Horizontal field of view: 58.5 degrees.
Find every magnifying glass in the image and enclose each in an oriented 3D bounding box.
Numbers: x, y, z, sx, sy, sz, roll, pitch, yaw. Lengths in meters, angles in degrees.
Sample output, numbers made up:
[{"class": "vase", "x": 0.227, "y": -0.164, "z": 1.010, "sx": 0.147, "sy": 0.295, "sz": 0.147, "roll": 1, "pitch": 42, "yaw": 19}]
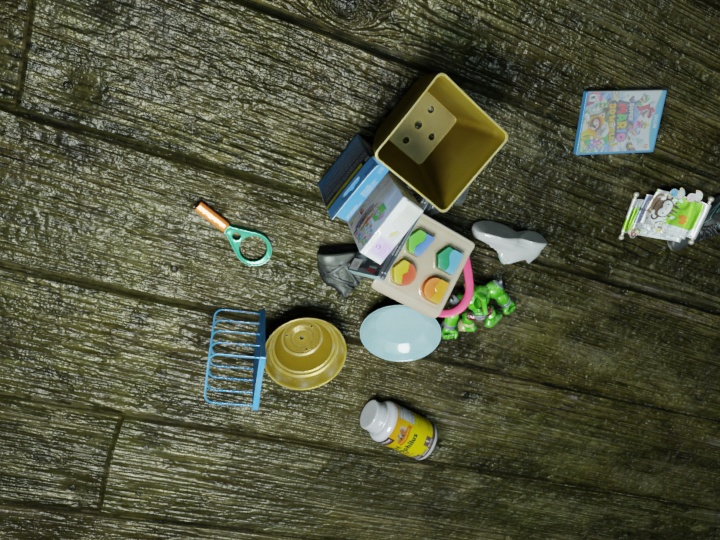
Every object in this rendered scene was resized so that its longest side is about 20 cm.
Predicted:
[{"class": "magnifying glass", "x": -0.279, "y": -0.082, "z": 1.414, "sx": 0.080, "sy": 0.022, "sz": 0.200, "roll": -45, "pitch": 116, "yaw": 12}]

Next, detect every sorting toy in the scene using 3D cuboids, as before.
[{"class": "sorting toy", "x": 0.144, "y": -0.010, "z": 1.446, "sx": 0.184, "sy": 0.036, "sz": 0.201, "roll": 27, "pitch": 96, "yaw": -19}]

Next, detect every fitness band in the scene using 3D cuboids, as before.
[{"class": "fitness band", "x": 0.191, "y": 0.010, "z": 1.511, "sx": 0.142, "sy": 0.037, "sz": 0.202, "roll": -9, "pitch": 91, "yaw": 7}]

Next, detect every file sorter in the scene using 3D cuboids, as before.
[{"class": "file sorter", "x": -0.281, "y": 0.194, "z": 1.452, "sx": 0.121, "sy": 0.200, "sz": 0.140, "roll": 6, "pitch": 115, "yaw": -12}]

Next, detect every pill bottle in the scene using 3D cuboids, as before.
[{"class": "pill bottle", "x": 0.099, "y": 0.415, "z": 1.694, "sx": 0.199, "sy": 0.109, "sz": 0.110, "roll": 30, "pitch": 107, "yaw": -23}]

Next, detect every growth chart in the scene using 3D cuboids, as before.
[{"class": "growth chart", "x": 0.751, "y": -0.135, "z": 1.582, "sx": 0.198, "sy": 0.018, "sz": 0.146, "roll": 6, "pitch": 115, "yaw": 5}]

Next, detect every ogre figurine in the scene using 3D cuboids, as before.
[{"class": "ogre figurine", "x": 0.289, "y": 0.089, "z": 1.580, "sx": 0.198, "sy": 0.099, "sz": 0.121, "roll": -7, "pitch": 130, "yaw": 4}]

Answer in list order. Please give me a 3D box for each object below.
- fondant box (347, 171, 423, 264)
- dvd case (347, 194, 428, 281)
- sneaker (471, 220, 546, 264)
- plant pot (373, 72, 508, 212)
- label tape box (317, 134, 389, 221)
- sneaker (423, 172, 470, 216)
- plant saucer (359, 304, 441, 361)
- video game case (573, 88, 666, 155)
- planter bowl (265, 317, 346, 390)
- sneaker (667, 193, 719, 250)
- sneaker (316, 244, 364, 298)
[{"class": "fondant box", "x": 0.044, "y": -0.122, "z": 1.360, "sx": 0.058, "sy": 0.200, "sz": 0.145, "roll": 32, "pitch": 107, "yaw": -24}, {"class": "dvd case", "x": 0.058, "y": -0.075, "z": 1.377, "sx": 0.022, "sy": 0.146, "sz": 0.201, "roll": 36, "pitch": 79, "yaw": -26}, {"class": "sneaker", "x": 0.345, "y": -0.057, "z": 1.536, "sx": 0.198, "sy": 0.076, "sz": 0.089, "roll": 12, "pitch": 125, "yaw": -19}, {"class": "plant pot", "x": 0.141, "y": -0.277, "z": 1.316, "sx": 0.199, "sy": 0.177, "sz": 0.200, "roll": 35, "pitch": 103, "yaw": -25}, {"class": "label tape box", "x": -0.010, "y": -0.181, "z": 1.319, "sx": 0.066, "sy": 0.200, "sz": 0.144, "roll": 33, "pitch": 106, "yaw": -27}, {"class": "sneaker", "x": 0.195, "y": -0.210, "z": 1.428, "sx": 0.103, "sy": 0.060, "sz": 0.202, "roll": 6, "pitch": 118, "yaw": -20}, {"class": "plant saucer", "x": 0.098, "y": 0.145, "z": 1.578, "sx": 0.198, "sy": 0.039, "sz": 0.202, "roll": 2, "pitch": 131, "yaw": 3}, {"class": "video game case", "x": 0.592, "y": -0.339, "z": 1.471, "sx": 0.198, "sy": 0.018, "sz": 0.145, "roll": -4, "pitch": 116, "yaw": -10}, {"class": "planter bowl", "x": -0.137, "y": 0.180, "z": 1.540, "sx": 0.198, "sy": 0.084, "sz": 0.202, "roll": -5, "pitch": 117, "yaw": -10}, {"class": "sneaker", "x": 0.862, "y": -0.116, "z": 1.607, "sx": 0.200, "sy": 0.079, "sz": 0.075, "roll": -40, "pitch": 119, "yaw": 11}, {"class": "sneaker", "x": 0.000, "y": 0.000, "z": 1.486, "sx": 0.197, "sy": 0.076, "sz": 0.115, "roll": -5, "pitch": 119, "yaw": -6}]
